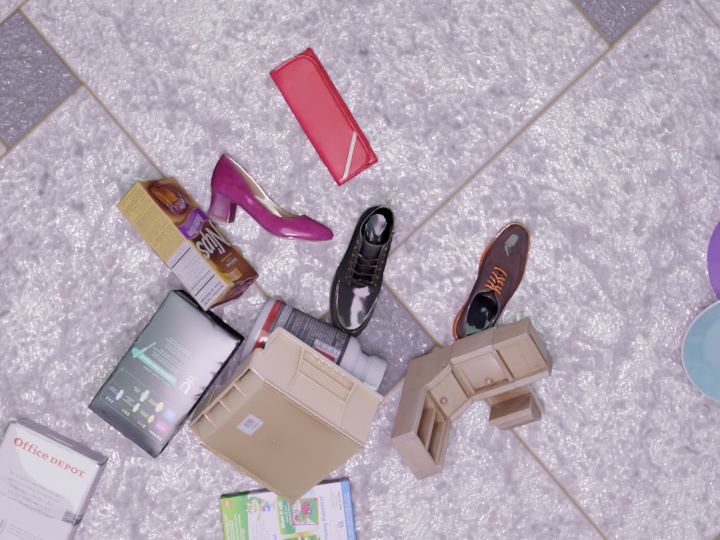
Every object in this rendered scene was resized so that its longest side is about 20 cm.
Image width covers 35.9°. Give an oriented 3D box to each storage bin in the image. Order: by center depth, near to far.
[{"bbox_3d":[-0.107,0.203,1.538,0.197,0.200,0.094,35,43,-13],"label":"storage bin"}]

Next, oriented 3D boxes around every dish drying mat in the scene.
[{"bbox_3d":[-0.054,-0.231,1.670,0.076,0.018,0.202,-31,90,-2],"label":"dish drying mat"}]

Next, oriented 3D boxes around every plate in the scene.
[{"bbox_3d":[0.574,0.115,1.641,0.196,0.026,0.203,6,120,10],"label":"plate"}]

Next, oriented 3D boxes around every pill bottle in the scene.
[{"bbox_3d":[-0.068,0.132,1.607,0.197,0.116,0.117,26,87,-1],"label":"pill bottle"}]

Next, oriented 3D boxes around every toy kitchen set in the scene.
[{"bbox_3d":[0.178,0.208,1.561,0.198,0.181,0.164,-23,115,26],"label":"toy kitchen set"}]

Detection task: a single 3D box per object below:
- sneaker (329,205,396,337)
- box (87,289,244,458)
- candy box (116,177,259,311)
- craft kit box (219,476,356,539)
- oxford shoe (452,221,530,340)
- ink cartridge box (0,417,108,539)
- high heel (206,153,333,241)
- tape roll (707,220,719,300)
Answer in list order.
[{"bbox_3d":[0.000,0.000,1.619,0.073,0.106,0.204,14,87,-2],"label":"sneaker"},{"bbox_3d":[-0.272,0.143,1.582,0.124,0.149,0.201,36,87,-2],"label":"box"},{"bbox_3d":[-0.245,-0.041,1.592,0.056,0.117,0.201,-42,84,18],"label":"candy box"},{"bbox_3d":[-0.099,0.419,1.633,0.194,0.049,0.204,-6,88,-5],"label":"craft kit box"},{"bbox_3d":[0.202,0.022,1.643,0.070,0.073,0.203,24,87,-1],"label":"oxford shoe"},{"bbox_3d":[-0.470,0.335,1.600,0.145,0.083,0.203,25,88,-1],"label":"ink cartridge box"},{"bbox_3d":[-0.128,-0.104,1.639,0.197,0.067,0.098,15,98,12],"label":"high heel"},{"bbox_3d":[0.626,-0.016,1.666,0.196,0.066,0.204,0,88,-3],"label":"tape roll"}]
